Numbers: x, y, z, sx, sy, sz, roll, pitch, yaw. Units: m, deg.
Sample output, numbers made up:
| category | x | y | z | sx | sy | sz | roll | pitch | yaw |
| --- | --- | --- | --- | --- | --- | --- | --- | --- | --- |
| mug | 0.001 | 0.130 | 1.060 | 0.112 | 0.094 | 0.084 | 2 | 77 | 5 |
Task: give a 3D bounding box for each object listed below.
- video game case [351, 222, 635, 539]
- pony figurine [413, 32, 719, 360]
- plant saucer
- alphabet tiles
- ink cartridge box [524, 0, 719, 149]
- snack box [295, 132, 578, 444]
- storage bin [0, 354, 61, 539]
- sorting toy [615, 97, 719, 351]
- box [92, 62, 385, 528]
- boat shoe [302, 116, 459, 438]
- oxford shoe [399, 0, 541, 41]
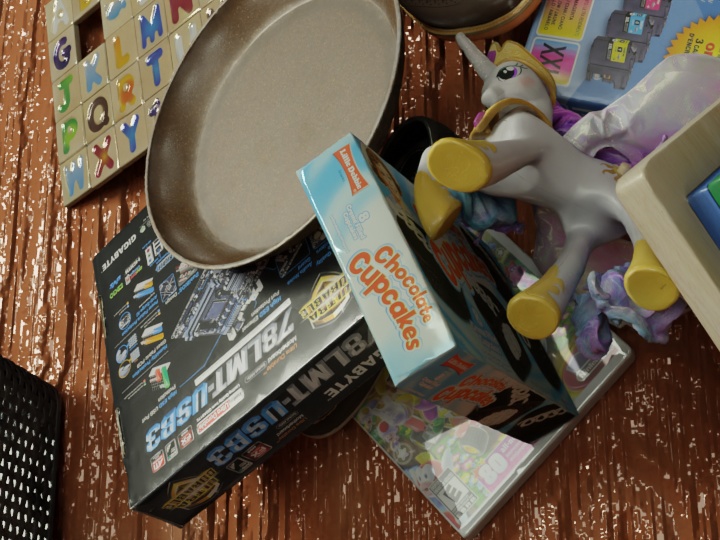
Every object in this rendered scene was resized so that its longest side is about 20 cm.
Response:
| category | x | y | z | sx | sy | sz | roll | pitch | yaw |
| --- | --- | --- | --- | --- | --- | --- | --- | --- | --- |
| video game case | 0.045 | 0.037 | 0.750 | 0.143 | 0.018 | 0.200 | -47 | 63 | 3 |
| pony figurine | 0.115 | -0.040 | 0.620 | 0.191 | 0.201 | 0.168 | 31 | 121 | -3 |
| plant saucer | -0.046 | -0.090 | 0.710 | 0.198 | 0.032 | 0.203 | -23 | 53 | 34 |
| alphabet tiles | -0.153 | -0.159 | 0.858 | 0.199 | 0.007 | 0.170 | -28 | 63 | 37 |
| ink cartridge box | 0.203 | -0.131 | 0.708 | 0.197 | 0.076 | 0.138 | 15 | 80 | 24 |
| snack box | 0.045 | 0.017 | 0.633 | 0.037 | 0.200 | 0.117 | -32 | 65 | 14 |
| storage bin | -0.275 | 0.157 | 0.788 | 0.133 | 0.094 | 0.203 | -12 | 61 | 18 |
| sorting toy | 0.239 | -0.009 | 0.554 | 0.201 | 0.198 | 0.069 | 55 | 142 | 0 |
| box | -0.071 | 0.012 | 0.736 | 0.200 | 0.049 | 0.200 | -41 | 47 | 22 |
| boat shoe | 0.000 | 0.000 | 0.738 | 0.066 | 0.057 | 0.202 | 25 | 84 | 27 |
| oxford shoe | 0.034 | -0.196 | 0.763 | 0.199 | 0.073 | 0.072 | 32 | 87 | 47 |
